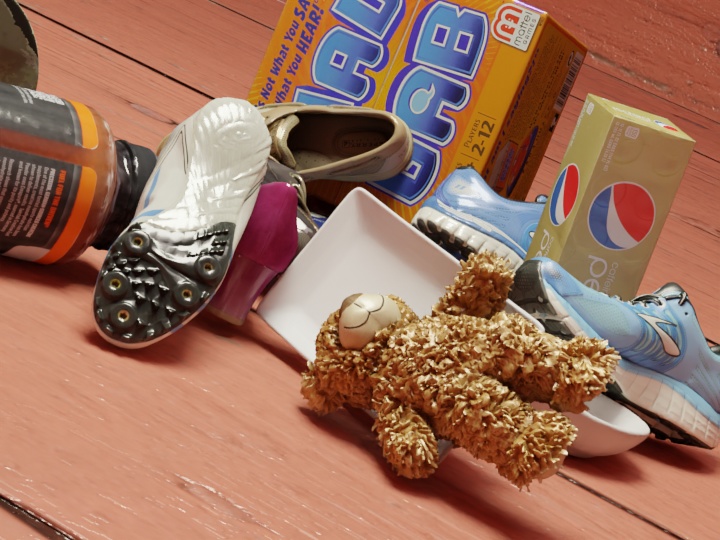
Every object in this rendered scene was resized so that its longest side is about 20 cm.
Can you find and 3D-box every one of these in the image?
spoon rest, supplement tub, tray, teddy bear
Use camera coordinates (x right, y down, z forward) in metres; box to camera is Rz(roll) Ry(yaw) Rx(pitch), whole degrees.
[{"bbox_3d":[0.099,0.075,1.584,0.199,0.061,0.099,13,15,-29],"label":"spoon rest"},{"bbox_3d":[-0.225,-0.063,1.540,0.199,0.107,0.107,13,14,-31],"label":"supplement tub"},{"bbox_3d":[0.025,0.034,1.527,0.200,0.108,0.022,39,0,44],"label":"tray"},{"bbox_3d":[0.053,0.056,1.432,0.200,0.145,0.067,39,-3,40],"label":"teddy bear"}]

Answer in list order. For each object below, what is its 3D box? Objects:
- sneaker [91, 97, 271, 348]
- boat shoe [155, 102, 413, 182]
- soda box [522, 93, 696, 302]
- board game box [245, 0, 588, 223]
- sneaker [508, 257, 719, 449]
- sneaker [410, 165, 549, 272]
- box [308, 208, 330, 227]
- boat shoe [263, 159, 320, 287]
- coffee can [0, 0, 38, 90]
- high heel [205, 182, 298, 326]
[{"bbox_3d":[-0.110,-0.022,1.519,0.072,0.073,0.200,29,50,-4],"label":"sneaker"},{"bbox_3d":[-0.062,-0.097,1.872,0.199,0.072,0.065,-7,-11,7],"label":"boat shoe"},{"bbox_3d":[0.161,-0.015,1.736,0.067,0.201,0.064,16,13,-18],"label":"soda box"},{"bbox_3d":[0.041,-0.137,1.996,0.199,0.201,0.200,24,3,14],"label":"board game box"},{"bbox_3d":[0.177,0.040,1.666,0.200,0.090,0.078,35,-16,-32],"label":"sneaker"},{"bbox_3d":[0.137,-0.009,1.831,0.200,0.089,0.079,36,-26,-13],"label":"sneaker"},{"bbox_3d":[0.000,0.000,1.809,0.121,0.033,0.200,16,14,-22],"label":"box"},{"bbox_3d":[-0.071,-0.049,1.754,0.073,0.075,0.200,-17,31,-27],"label":"boat shoe"},{"bbox_3d":[-0.314,-0.165,1.740,0.146,0.147,0.200,15,14,-22],"label":"coffee can"},{"bbox_3d":[-0.083,-0.034,1.646,0.067,0.096,0.200,27,8,-12],"label":"high heel"}]
